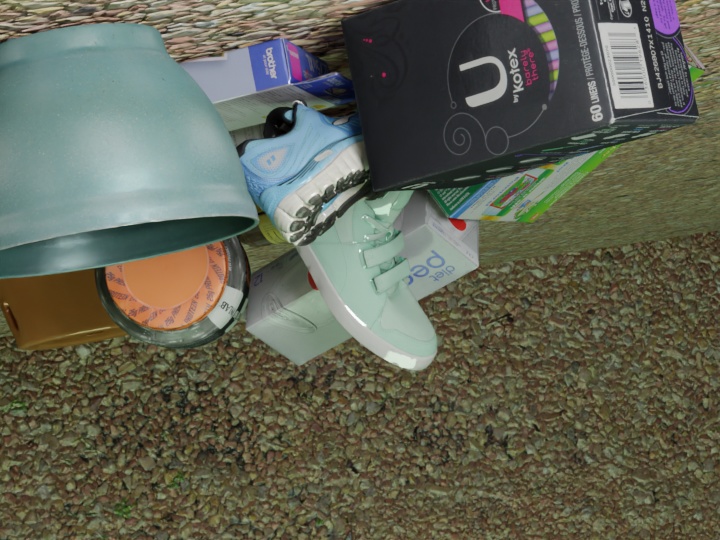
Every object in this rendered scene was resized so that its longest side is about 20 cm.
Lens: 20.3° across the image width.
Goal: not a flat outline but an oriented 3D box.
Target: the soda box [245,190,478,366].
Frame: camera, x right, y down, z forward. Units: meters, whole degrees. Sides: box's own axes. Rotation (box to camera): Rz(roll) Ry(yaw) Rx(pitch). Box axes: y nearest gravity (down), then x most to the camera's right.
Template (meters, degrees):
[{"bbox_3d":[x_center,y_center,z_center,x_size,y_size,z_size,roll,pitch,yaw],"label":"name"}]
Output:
[{"bbox_3d":[0.000,0.000,1.631,0.200,0.064,0.068,-29,129,31],"label":"soda box"}]

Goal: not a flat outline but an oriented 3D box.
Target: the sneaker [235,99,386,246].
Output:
[{"bbox_3d":[-0.019,-0.094,1.402,0.200,0.090,0.078,-34,159,-54],"label":"sneaker"}]

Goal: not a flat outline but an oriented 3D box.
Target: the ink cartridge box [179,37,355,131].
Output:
[{"bbox_3d":[-0.099,-0.126,1.434,0.199,0.042,0.119,-10,175,14],"label":"ink cartridge box"}]

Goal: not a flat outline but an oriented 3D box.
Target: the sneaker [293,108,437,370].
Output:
[{"bbox_3d":[0.020,-0.025,1.519,0.118,0.201,0.074,-34,-175,28],"label":"sneaker"}]

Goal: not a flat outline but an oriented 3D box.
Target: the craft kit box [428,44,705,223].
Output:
[{"bbox_3d":[0.165,-0.117,1.595,0.200,0.049,0.197,-42,162,17],"label":"craft kit box"}]

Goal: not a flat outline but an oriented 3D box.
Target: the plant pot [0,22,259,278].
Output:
[{"bbox_3d":[-0.173,-0.078,1.265,0.200,0.135,0.200,-10,175,-1],"label":"plant pot"}]

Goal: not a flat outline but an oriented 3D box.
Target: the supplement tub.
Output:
[{"bbox_3d":[-0.153,0.003,1.661,0.122,0.123,0.200,-10,178,-2],"label":"supplement tub"}]

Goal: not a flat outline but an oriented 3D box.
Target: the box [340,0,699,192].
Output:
[{"bbox_3d":[0.101,-0.131,1.312,0.200,0.123,0.106,-15,174,40],"label":"box"}]

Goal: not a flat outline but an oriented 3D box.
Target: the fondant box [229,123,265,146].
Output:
[{"bbox_3d":[-0.162,-0.089,1.619,0.199,0.058,0.144,-10,176,8],"label":"fondant box"}]

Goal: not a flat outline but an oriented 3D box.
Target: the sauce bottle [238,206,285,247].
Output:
[{"bbox_3d":[-0.087,-0.061,2.102,0.200,0.065,0.065,-11,176,28],"label":"sauce bottle"}]

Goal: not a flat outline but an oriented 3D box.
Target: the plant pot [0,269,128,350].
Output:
[{"bbox_3d":[-0.265,-0.005,1.900,0.199,0.140,0.200,-11,176,-1],"label":"plant pot"}]
